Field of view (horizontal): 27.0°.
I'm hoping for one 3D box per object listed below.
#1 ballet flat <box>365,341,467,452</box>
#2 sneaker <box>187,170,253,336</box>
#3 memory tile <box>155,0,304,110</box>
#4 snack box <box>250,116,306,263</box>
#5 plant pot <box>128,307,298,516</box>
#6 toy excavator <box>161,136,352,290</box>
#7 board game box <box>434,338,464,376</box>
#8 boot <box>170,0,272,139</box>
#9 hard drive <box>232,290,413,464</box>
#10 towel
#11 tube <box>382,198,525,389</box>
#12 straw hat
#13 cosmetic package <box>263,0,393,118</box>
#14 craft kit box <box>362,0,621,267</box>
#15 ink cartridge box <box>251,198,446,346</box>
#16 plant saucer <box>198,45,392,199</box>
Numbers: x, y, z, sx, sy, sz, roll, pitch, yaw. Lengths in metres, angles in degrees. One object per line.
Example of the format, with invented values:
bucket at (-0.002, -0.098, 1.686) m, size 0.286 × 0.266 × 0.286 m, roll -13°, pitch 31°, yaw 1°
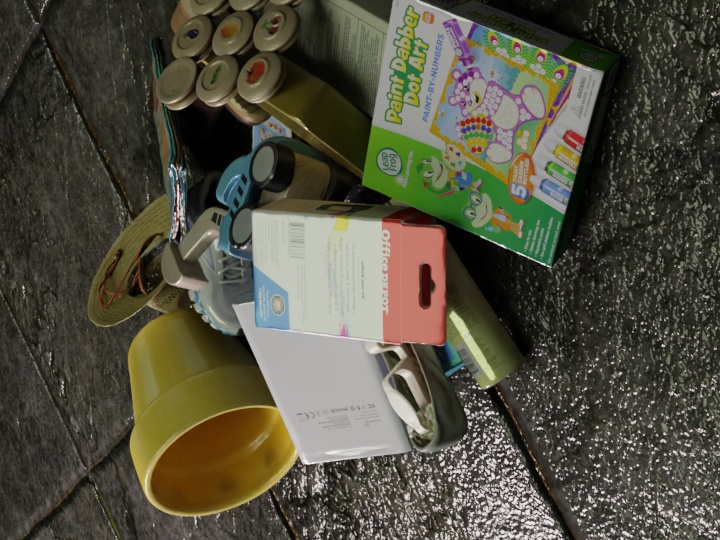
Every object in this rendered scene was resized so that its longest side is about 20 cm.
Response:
ballet flat at (0.040, 0.081, 1.452) m, size 0.067 × 0.063 × 0.201 m, roll -33°, pitch 79°, yaw 54°
sneaker at (-0.157, -0.024, 1.707) m, size 0.087 × 0.074 × 0.201 m, roll -47°, pitch 57°, yaw 49°
memory tile at (-0.111, -0.243, 1.409) m, size 0.152 × 0.017 × 0.202 m, roll 1°, pitch 66°, yaw 37°
snack box at (-0.092, -0.082, 1.656) m, size 0.072 × 0.024 × 0.202 m, roll 35°, pitch 133°, yaw 41°
plant pot at (-0.190, 0.155, 1.779) m, size 0.190 × 0.199 × 0.202 m, roll 61°, pitch 147°, yaw 36°
toy excavator at (-0.120, -0.053, 1.558) m, size 0.200 × 0.099 × 0.196 m, roll 29°, pitch 101°, yaw 53°
board game box at (0.033, 0.055, 1.541) m, size 0.153 × 0.045 × 0.200 m, roll 62°, pitch 144°, yaw 11°
boot at (-0.153, -0.198, 1.645) m, size 0.201 × 0.072 × 0.167 m, roll 61°, pitch 154°, yaw 27°
hard drive at (-0.036, 0.104, 1.530) m, size 0.131 × 0.026 × 0.201 m, roll -10°, pitch 116°, yaw 25°
towel at (-0.220, -0.146, 1.709) m, size 0.147 × 0.021 × 0.201 m, roll 99°, pitch 161°, yaw -53°
tube at (0.082, 0.016, 1.423) m, size 0.201 × 0.058 × 0.052 m, roll 55°, pitch 180°, yaw 1°
straw hat at (-0.239, 0.006, 1.841) m, size 0.085 × 0.202 × 0.200 m, roll 37°, pitch 159°, yaw -31°
cosmetic package at (-0.006, -0.227, 1.427) m, size 0.200 × 0.071 × 0.106 m, roll 38°, pitch 135°, yaw 37°
craft kit box at (0.107, -0.128, 1.296) m, size 0.196 × 0.048 × 0.201 m, roll 26°, pitch 129°, yaw 21°
ink cartridge box at (0.000, 0.000, 1.398) m, size 0.198 × 0.067 × 0.117 m, roll 6°, pitch 105°, yaw 26°
plant saucer at (-0.043, -0.151, 1.452) m, size 0.049 × 0.200 × 0.200 m, roll -54°, pitch 47°, yaw 1°
